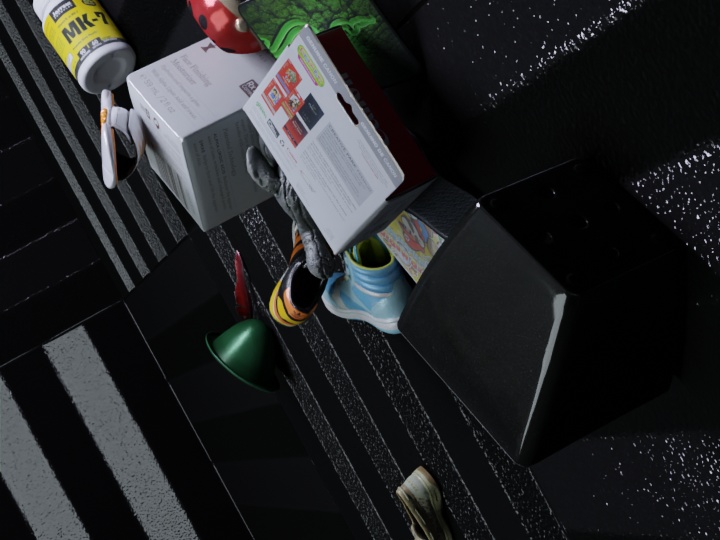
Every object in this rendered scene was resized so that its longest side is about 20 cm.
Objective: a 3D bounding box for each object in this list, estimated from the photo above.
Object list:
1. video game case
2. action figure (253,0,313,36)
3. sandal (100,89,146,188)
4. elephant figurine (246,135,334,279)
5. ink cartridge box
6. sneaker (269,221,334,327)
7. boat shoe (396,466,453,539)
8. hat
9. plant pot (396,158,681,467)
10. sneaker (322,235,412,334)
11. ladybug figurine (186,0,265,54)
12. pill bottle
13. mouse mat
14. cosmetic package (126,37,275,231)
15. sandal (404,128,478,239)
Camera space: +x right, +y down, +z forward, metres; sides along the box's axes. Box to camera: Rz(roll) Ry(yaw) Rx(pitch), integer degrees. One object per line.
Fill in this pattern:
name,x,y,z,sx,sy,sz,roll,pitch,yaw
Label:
video game case,0.057,-0.068,1.602,0.200,0.023,0.183,51,158,25
action figure,-0.104,-0.340,1.515,0.119,0.102,0.199,54,161,-17
sandal,-0.312,-0.183,1.726,0.208,0.058,0.080,-107,19,-55
elephant figurine,-0.067,-0.118,1.575,0.154,0.142,0.201,27,-151,-15
ink cartridge box,-0.015,-0.150,1.414,0.201,0.083,0.176,58,144,7
sneaker,-0.059,-0.023,1.754,0.069,0.202,0.090,22,166,-18
boat shoe,0.097,0.394,2.069,0.073,0.062,0.202,36,149,48
hat,-0.176,0.103,2.412,0.166,0.177,0.199,45,-167,32
plant pot,0.179,0.020,1.201,0.200,0.198,0.179,48,144,31
sneaker,0.000,0.000,1.756,0.199,0.079,0.132,15,134,51
ladybug figurine,-0.169,-0.329,1.652,0.136,0.072,0.200,48,-174,-25
pill bottle,-0.495,-0.422,2.338,0.201,0.114,0.115,52,159,22
mouse mat,-0.036,-0.256,1.452,0.199,0.008,0.161,-10,127,51
cosmetic package,-0.172,-0.194,1.728,0.165,0.199,0.166,46,156,37
sandal,0.068,-0.091,1.480,0.200,0.076,0.043,49,-176,32
